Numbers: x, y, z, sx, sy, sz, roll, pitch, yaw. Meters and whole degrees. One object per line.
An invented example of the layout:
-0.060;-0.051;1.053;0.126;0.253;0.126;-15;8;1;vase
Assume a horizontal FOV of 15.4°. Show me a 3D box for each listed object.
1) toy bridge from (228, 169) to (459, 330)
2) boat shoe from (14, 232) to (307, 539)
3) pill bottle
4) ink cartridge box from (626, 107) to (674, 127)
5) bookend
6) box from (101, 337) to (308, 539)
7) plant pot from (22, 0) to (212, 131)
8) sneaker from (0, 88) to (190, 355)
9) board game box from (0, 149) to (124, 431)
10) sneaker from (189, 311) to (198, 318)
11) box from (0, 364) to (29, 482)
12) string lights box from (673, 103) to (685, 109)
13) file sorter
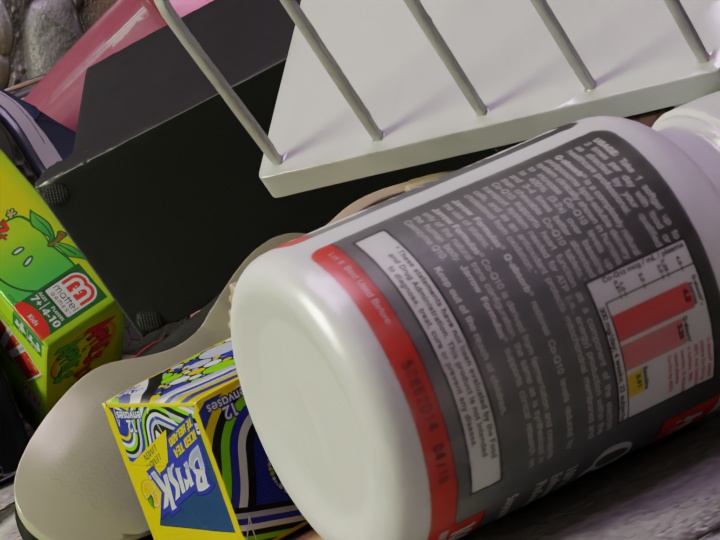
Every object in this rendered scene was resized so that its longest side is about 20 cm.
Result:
0.038;-0.011;1.014;0.199;0.027;0.067;-17;40;-26;toy bridge
-0.071;0.061;1.088;0.201;0.074;0.063;-43;-12;-42;boat shoe
0.065;0.014;0.927;0.199;0.116;0.116;-23;11;-23;pill bottle
0.145;-0.047;1.201;0.164;0.076;0.200;-16;11;10;ink cartridge box
-0.036;-0.095;1.230;0.199;0.092;0.199;-26;28;14;bookend
0.004;0.040;1.040;0.199;0.065;0.070;-27;14;-34;box
-0.105;-0.063;1.469;0.179;0.200;0.200;-36;12;-4;plant pot
-0.114;-0.032;1.354;0.146;0.077;0.202;-11;44;-45;sneaker
-0.191;-0.023;1.263;0.048;0.200;0.102;-34;-20;-23;board game box
0.000;0.000;1.256;0.079;0.096;0.200;30;62;30;sneaker
-0.270;0.069;1.262;0.147;0.105;0.200;-25;12;-27;box
0.228;-0.048;0.989;0.199;0.103;0.059;-13;13;27;string lights box
0.034;-0.137;1.020;0.199;0.125;0.139;-12;45;28;file sorter
